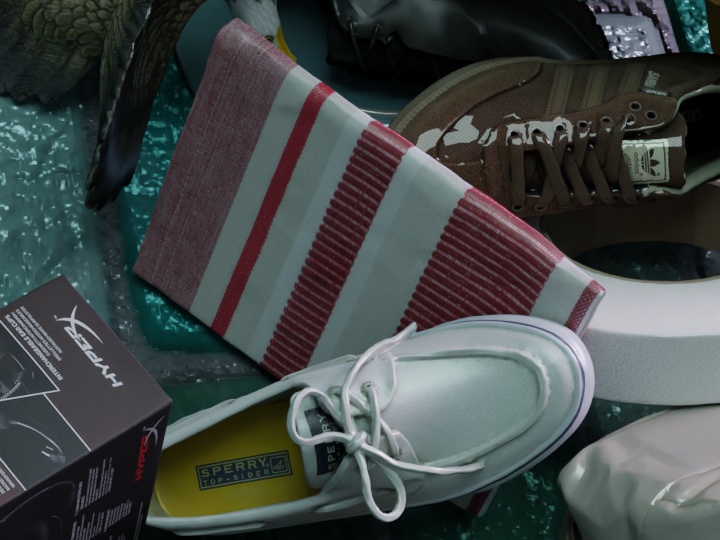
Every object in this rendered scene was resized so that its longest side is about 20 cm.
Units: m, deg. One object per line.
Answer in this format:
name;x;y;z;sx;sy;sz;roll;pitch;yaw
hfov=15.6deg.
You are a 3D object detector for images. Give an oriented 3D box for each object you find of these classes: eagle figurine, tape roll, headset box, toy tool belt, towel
eagle figurine;-0.082;-0.138;1.174;0.200;0.152;0.151;-33;87;-5
tape roll;0.132;-0.005;1.173;0.202;0.037;0.203;-1;29;1
headset box;-0.178;0.111;1.006;0.200;0.149;0.077;-30;65;-28
toy tool belt;0.177;0.111;1.120;0.200;0.123;0.125;-20;27;-32
towel;0.000;0.000;1.128;0.200;0.144;0.023;36;40;14

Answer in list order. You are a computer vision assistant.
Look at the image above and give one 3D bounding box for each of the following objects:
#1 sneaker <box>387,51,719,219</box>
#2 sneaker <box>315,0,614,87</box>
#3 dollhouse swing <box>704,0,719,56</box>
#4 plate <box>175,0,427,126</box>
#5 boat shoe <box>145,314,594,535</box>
sneaker;0.103;-0.060;1.152;0.200;0.071;0.075;-16;21;-28
sneaker;0.033;-0.116;1.242;0.200;0.076;0.091;35;64;22
dollhouse swing;0.088;-0.166;1.211;0.200;0.176;0.182;30;44;-37
plate;0.007;-0.122;1.291;0.199;0.026;0.201;5;54;-7
boat shoe;-0.007;0.065;1.059;0.201;0.086;0.075;-13;89;16
